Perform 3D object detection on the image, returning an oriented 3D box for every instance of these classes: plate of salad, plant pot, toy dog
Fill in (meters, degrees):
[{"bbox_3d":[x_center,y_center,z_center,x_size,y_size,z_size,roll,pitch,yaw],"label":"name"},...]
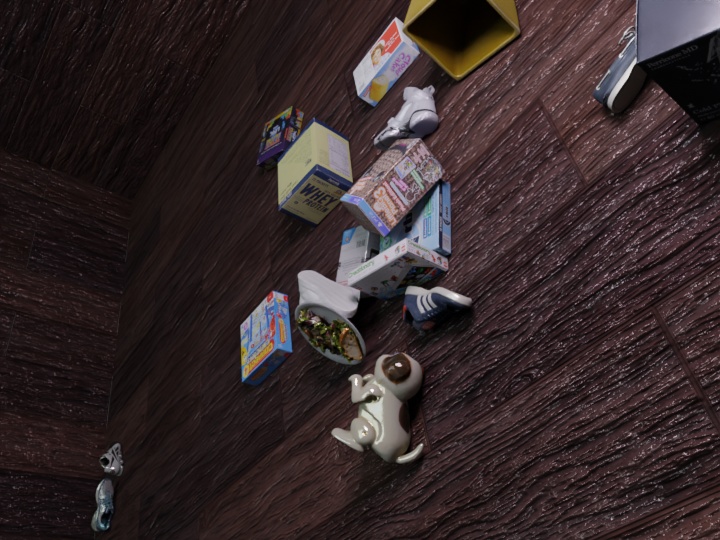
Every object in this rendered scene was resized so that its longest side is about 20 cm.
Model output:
[{"bbox_3d":[-0.076,0.155,1.406,0.198,0.201,0.048,-18,28,49],"label":"plate of salad"},{"bbox_3d":[0.231,-0.605,1.367,0.192,0.193,0.205,-26,43,45],"label":"plant pot"},{"bbox_3d":[0.054,0.264,1.212,0.191,0.138,0.206,19,88,43],"label":"toy dog"}]

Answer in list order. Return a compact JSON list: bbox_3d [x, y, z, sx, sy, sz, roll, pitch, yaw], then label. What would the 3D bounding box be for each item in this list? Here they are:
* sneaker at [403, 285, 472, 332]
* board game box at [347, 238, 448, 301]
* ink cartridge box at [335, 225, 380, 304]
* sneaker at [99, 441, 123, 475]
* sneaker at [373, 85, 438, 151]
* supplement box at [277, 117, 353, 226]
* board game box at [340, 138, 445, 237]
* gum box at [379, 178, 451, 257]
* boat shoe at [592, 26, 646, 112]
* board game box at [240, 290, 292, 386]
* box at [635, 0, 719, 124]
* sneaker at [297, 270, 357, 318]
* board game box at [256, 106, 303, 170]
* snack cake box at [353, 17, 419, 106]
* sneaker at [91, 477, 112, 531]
[{"bbox_3d":[0.150,0.083,1.222,0.199,0.073,0.087,-3,69,65],"label":"sneaker"},{"bbox_3d":[0.078,0.004,1.315,0.198,0.124,0.036,-30,50,43],"label":"board game box"},{"bbox_3d":[0.000,0.000,1.479,0.115,0.067,0.207,-13,63,52],"label":"ink cartridge box"},{"bbox_3d":[-1.064,0.790,2.576,0.199,0.087,0.076,35,102,57],"label":"sneaker"},{"bbox_3d":[0.114,-0.378,1.509,0.197,0.074,0.119,-20,57,43],"label":"sneaker"},{"bbox_3d":[-0.134,-0.281,1.756,0.199,0.132,0.205,-39,44,37],"label":"supplement box"},{"bbox_3d":[0.068,-0.189,1.362,0.200,0.097,0.159,-46,18,-5],"label":"board game box"},{"bbox_3d":[0.121,-0.089,1.374,0.198,0.044,0.175,-26,52,45],"label":"gum box"},{"bbox_3d":[0.464,-0.365,1.006,0.062,0.073,0.203,51,124,40],"label":"boat shoe"},{"bbox_3d":[-0.282,0.201,1.788,0.200,0.055,0.200,-44,41,34],"label":"board game box"},{"bbox_3d":[0.507,-0.319,0.807,0.197,0.193,0.128,-12,62,52],"label":"box"},{"bbox_3d":[-0.078,0.091,1.443,0.198,0.072,0.119,31,127,42],"label":"sneaker"},{"bbox_3d":[-0.286,-0.463,2.137,0.197,0.056,0.171,-12,62,52],"label":"board game box"},{"bbox_3d":[0.068,-0.575,1.680,0.200,0.066,0.117,-43,40,34],"label":"snack cake box"},{"bbox_3d":[-1.034,0.957,2.473,0.085,0.077,0.207,-10,72,39],"label":"sneaker"}]
